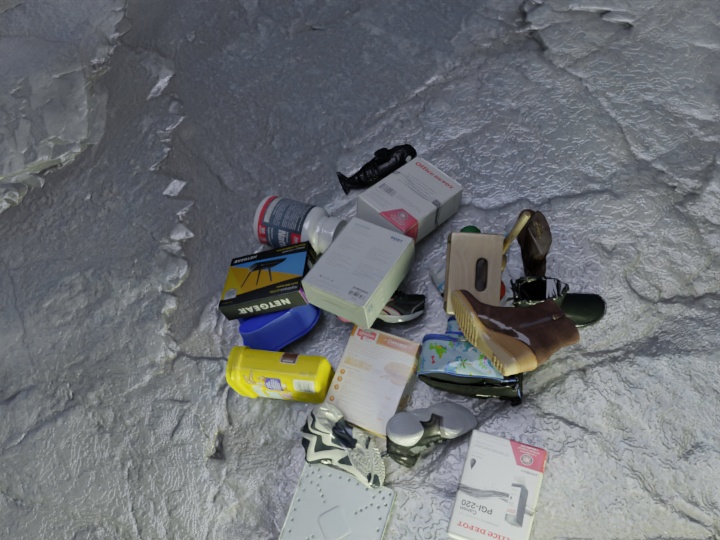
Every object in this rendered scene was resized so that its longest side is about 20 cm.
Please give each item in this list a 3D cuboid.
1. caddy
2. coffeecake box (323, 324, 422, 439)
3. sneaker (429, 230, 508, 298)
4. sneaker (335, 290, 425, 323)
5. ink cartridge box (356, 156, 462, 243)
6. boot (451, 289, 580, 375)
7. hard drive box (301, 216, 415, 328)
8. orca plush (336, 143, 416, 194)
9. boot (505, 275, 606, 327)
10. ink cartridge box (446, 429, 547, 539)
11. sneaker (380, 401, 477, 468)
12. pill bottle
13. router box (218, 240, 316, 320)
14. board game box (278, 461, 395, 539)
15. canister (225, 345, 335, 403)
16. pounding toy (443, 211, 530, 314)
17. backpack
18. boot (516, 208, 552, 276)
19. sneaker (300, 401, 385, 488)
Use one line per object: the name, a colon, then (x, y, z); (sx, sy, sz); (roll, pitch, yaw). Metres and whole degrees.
caddy: (-0.185, 0.105, 1.489); (0.199, 0.105, 0.142); (-30, 40, 1)
coffeecake box: (0.029, 0.231, 1.392); (0.153, 0.073, 0.201); (16, 73, 22)
sneaker: (0.233, -0.032, 1.452); (0.200, 0.075, 0.087); (-37, 58, -2)
sneaker: (0.044, 0.060, 1.424); (0.198, 0.080, 0.087); (-4, 110, -5)
ink cartridge box: (0.110, -0.148, 1.488); (0.200, 0.083, 0.146); (-36, 61, -29)
boot: (0.276, 0.089, 1.209); (0.166, 0.073, 0.200); (-23, 56, -19)
hard drive box: (0.000, 0.000, 1.378); (0.155, 0.077, 0.200); (22, 58, 25)
orca plush: (0.036, -0.260, 1.598); (0.199, 0.071, 0.106); (-12, 65, 10)
boot: (0.390, 0.058, 1.319); (0.197, 0.163, 0.074); (-2, 68, 14)
ink cartridge box: (0.257, 0.418, 1.248); (0.145, 0.085, 0.201); (12, 73, 19)
sneaker: (0.131, 0.329, 1.326); (0.199, 0.114, 0.076); (-3, 43, -24)
pill bottle: (-0.136, -0.097, 1.549); (0.199, 0.120, 0.120); (15, 72, 21)
router box: (-0.201, 0.022, 1.457); (0.199, 0.051, 0.150); (-13, 45, 19)
board game box: (-0.050, 0.506, 1.325); (0.199, 0.026, 0.201); (14, 72, 19)
canister: (-0.163, 0.223, 1.408); (0.198, 0.149, 0.087); (4, 64, 14)
pounding toy: (0.242, -0.013, 1.311); (0.141, 0.184, 0.202); (4, 91, 5)
backpack: (0.217, 0.172, 1.307); (0.198, 0.183, 0.148); (2, 68, 17)
boot: (0.356, -0.084, 1.366); (0.064, 0.200, 0.188); (-9, 66, 10)
sneaker: (-0.047, 0.368, 1.346); (0.199, 0.130, 0.080); (43, 46, -3)
